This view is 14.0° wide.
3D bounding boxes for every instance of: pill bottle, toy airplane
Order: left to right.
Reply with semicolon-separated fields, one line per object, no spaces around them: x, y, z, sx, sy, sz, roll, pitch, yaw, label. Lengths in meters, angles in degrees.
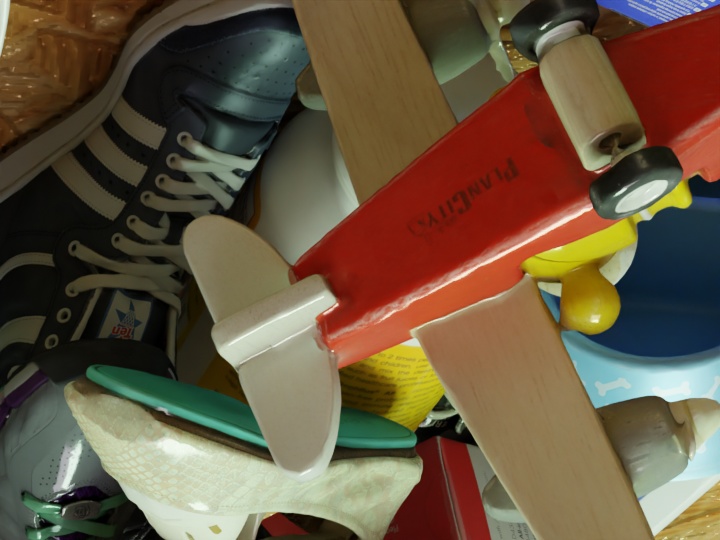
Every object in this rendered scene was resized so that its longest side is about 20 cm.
0.000;0.000;1.157;0.112;0.113;0.200;4;145;-23;pill bottle
0.042;-0.007;1.001;0.198;0.201;0.141;15;-176;31;toy airplane

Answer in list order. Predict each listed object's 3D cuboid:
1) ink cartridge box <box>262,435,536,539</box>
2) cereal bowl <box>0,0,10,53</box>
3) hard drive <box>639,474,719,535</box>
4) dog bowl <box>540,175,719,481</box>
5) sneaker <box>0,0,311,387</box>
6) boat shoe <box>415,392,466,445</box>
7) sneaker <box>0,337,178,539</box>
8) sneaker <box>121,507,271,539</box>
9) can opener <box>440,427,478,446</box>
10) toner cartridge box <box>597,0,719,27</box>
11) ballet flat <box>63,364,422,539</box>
0.034;0.133;1.319;0.116;0.068;0.199;-28;152;30;ink cartridge box
-0.217;-0.089;0.939;0.199;0.083;0.201;-22;134;-25;cereal bowl
0.175;0.049;1.282;0.200;0.025;0.132;-46;178;35;hard drive
0.119;-0.010;1.113;0.111;0.201;0.050;5;133;12;dog bowl
-0.075;-0.021;1.099;0.070;0.109;0.200;18;140;-38;sneaker
0.031;0.045;1.286;0.070;0.064;0.200;18;139;-39;boat shoe
-0.109;0.106;1.105;0.074;0.088;0.200;0;147;-21;sneaker
-0.103;0.082;1.221;0.200;0.079;0.075;38;111;-11;sneaker
0.087;0.074;1.362;0.199;0.053;0.066;-30;146;28;can opener
0.143;-0.124;1.067;0.199;0.043;0.095;19;139;-40;toner cartridge box
-0.040;0.078;1.055;0.200;0.067;0.063;14;98;-55;ballet flat
